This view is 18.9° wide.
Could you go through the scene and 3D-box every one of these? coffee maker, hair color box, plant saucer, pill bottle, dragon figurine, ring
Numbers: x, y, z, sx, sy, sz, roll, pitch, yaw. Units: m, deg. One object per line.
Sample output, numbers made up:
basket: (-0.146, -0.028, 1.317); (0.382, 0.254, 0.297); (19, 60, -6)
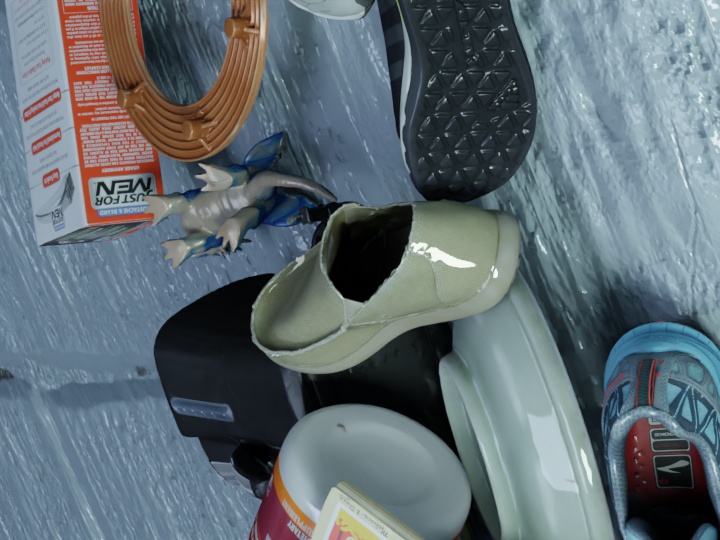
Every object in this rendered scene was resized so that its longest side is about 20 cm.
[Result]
coffee maker: (-0.032, 0.052, 1.359); (0.200, 0.134, 0.193); (5, 94, 60)
hair color box: (-0.188, -0.123, 1.462); (0.111, 0.064, 0.201); (-14, 82, 64)
plant saucer: (0.082, 0.090, 1.161); (0.200, 0.050, 0.201); (162, 90, -84)
pill bottle: (-0.017, 0.182, 1.226); (0.110, 0.109, 0.200); (45, 131, 32)
dragon figurine: (-0.068, -0.049, 1.376); (0.200, 0.099, 0.059); (-25, 91, 46)
ring: (-0.117, -0.166, 1.328); (0.200, 0.019, 0.201); (18, 112, 53)

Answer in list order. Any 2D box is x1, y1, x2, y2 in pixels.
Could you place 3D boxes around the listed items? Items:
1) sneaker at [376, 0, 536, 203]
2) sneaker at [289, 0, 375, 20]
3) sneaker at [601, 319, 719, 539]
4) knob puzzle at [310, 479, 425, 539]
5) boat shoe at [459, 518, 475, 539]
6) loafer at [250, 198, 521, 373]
sneaker: (0.045, -0.129, 1.104); (0.083, 0.072, 0.200); (-110, 12, -53)
sneaker: (-0.069, -0.193, 1.178); (0.200, 0.092, 0.076); (39, 122, 38)
sneaker: (0.153, 0.131, 1.064); (0.079, 0.096, 0.200); (-11, 111, 20)
knob puzzle: (0.023, 0.233, 1.120); (0.219, 0.030, 0.220); (19, 122, 33)
boat shoe: (0.006, 0.166, 1.440); (0.201, 0.063, 0.073); (13, 126, 58)
loafer: (0.000, 0.000, 1.159); (0.068, 0.076, 0.200); (28, 147, -31)
